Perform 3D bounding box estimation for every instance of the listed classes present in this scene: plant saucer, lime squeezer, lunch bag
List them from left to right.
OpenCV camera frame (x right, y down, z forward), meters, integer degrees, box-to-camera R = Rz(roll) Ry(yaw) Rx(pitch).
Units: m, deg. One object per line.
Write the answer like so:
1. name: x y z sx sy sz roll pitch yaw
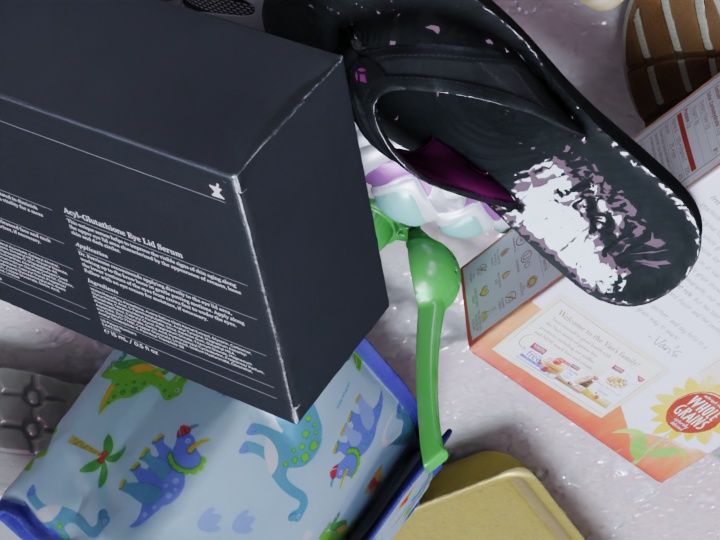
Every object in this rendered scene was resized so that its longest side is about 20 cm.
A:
1. lunch bag: -0.049 0.114 0.928 0.170 0.127 0.200 -53 141 -14
2. lime squeezer: 0.000 0.000 0.847 0.071 0.200 0.038 -44 150 4
3. plant saucer: 0.045 0.182 1.104 0.200 0.048 0.200 -22 133 18

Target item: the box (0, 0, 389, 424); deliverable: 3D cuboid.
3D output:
1. box: -0.098 -0.039 0.773 0.200 0.079 0.141 21 146 27

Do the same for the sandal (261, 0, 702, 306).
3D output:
1. sandal: 0.049 -0.056 0.738 0.200 0.048 0.075 35 119 -5

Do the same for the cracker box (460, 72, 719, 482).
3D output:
1. cracker box: 0.160 -0.005 0.819 0.200 0.058 0.134 -37 124 28

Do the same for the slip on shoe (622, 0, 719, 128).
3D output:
1. slip on shoe: 0.174 -0.067 0.858 0.061 0.076 0.200 -41 128 -23

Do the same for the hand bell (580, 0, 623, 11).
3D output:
1. hand bell: 0.003 -0.158 0.695 0.200 0.104 0.104 5 135 -14

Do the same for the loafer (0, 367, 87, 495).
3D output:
1. loafer: -0.137 0.094 0.990 0.200 0.070 0.070 18 151 -25

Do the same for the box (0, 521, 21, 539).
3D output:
1. box: -0.175 0.244 1.038 0.200 0.199 0.131 -13 135 8

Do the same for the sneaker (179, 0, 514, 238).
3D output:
1. sneaker: 0.024 -0.094 0.798 0.200 0.078 0.140 14 133 -20
